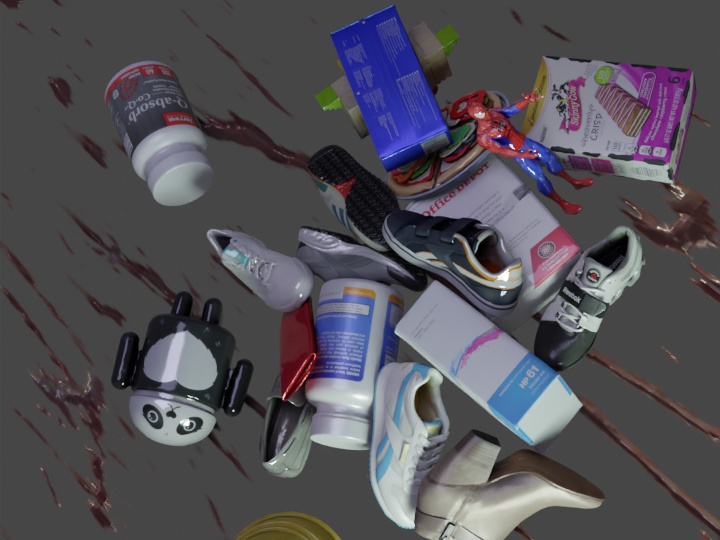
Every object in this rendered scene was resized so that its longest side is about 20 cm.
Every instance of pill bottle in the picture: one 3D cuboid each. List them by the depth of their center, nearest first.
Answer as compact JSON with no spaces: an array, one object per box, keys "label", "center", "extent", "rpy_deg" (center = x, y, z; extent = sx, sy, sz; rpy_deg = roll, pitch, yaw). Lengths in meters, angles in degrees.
[{"label":"pill bottle","center":[-0.011,0.120,1.505],"extent":[0.111,0.112,0.201],"rpy_deg":[1,71,23]},{"label":"pill bottle","center":[-0.292,-0.200,1.741],"extent":[0.116,0.116,0.201],"rpy_deg":[-32,62,8]}]

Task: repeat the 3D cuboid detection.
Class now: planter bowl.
[{"label":"planter bowl","center":[-0.112,0.391,1.458],"extent":[0.199,0.083,0.202],"rpy_deg":[-8,67,20]}]

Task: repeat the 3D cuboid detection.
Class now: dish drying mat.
[{"label":"dish drying mat","center":[-0.081,0.089,1.520],"extent":[0.077,0.018,0.200],"rpy_deg":[-56,18,18]}]

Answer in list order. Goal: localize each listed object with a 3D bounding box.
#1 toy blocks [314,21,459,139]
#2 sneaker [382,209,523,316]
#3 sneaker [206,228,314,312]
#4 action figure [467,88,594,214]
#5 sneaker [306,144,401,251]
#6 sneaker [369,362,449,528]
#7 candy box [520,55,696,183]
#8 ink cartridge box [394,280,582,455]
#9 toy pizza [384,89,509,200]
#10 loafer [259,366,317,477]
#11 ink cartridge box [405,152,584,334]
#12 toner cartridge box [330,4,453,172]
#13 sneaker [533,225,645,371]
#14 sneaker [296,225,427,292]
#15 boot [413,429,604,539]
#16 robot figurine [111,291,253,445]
[{"label":"toy blocks","center":[0.050,-0.245,1.614],"extent":[0.199,0.137,0.100],"rpy_deg":[-34,66,1]},{"label":"sneaker","center":[0.115,-0.032,1.426],"extent":[0.200,0.080,0.078],"rpy_deg":[34,43,23]},{"label":"sneaker","center":[-0.143,-0.006,1.588],"extent":[0.200,0.088,0.076],"rpy_deg":[28,88,49]},{"label":"action figure","center":[0.220,-0.150,1.454],"extent":[0.099,0.200,0.066],"rpy_deg":[-13,47,60]},{"label":"sneaker","center":[0.004,-0.083,1.585],"extent":[0.070,0.094,0.200],"rpy_deg":[-36,52,-7]},{"label":"sneaker","center":[0.062,0.212,1.431],"extent":[0.081,0.076,0.201],"rpy_deg":[-4,88,48]},{"label":"candy box","center":[0.316,-0.196,1.521],"extent":[0.199,0.061,0.137],"rpy_deg":[9,72,25]},{"label":"ink cartridge box","center":[0.153,0.115,1.420],"extent":[0.200,0.145,0.085],"rpy_deg":[37,86,29]},{"label":"toy pizza","center":[0.107,-0.172,1.557],"extent":[0.200,0.032,0.201],"rpy_deg":[-32,28,19]},{"label":"loafer","center":[-0.086,0.167,1.540],"extent":[0.070,0.070,0.201],"rpy_deg":[1,70,26]},{"label":"ink cartridge box","center":[0.171,-0.039,1.508],"extent":[0.145,0.085,0.200],"rpy_deg":[-39,63,4]},{"label":"toner cartridge box","center":[0.039,-0.234,1.514],"extent":[0.095,0.043,0.201],"rpy_deg":[-22,67,5]},{"label":"sneaker","center":[0.269,0.026,1.425],"extent":[0.074,0.089,0.200],"rpy_deg":[29,75,26]},{"label":"sneaker","center":[0.000,0.000,1.578],"extent":[0.199,0.074,0.080],"rpy_deg":[16,94,28]},{"label":"boot","center":[0.166,0.281,1.394],"extent":[0.199,0.070,0.147],"rpy_deg":[25,102,1]},{"label":"robot figurine","center":[-0.237,0.133,1.584],"extent":[0.150,0.125,0.201],"rpy_deg":[1,70,36]}]
